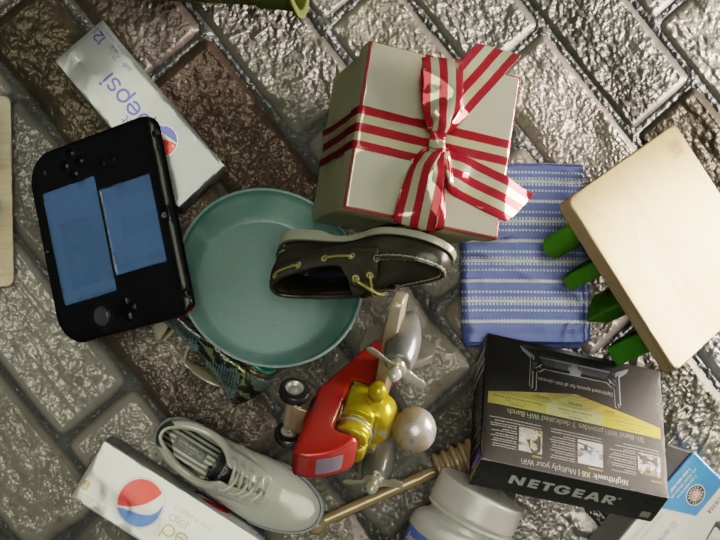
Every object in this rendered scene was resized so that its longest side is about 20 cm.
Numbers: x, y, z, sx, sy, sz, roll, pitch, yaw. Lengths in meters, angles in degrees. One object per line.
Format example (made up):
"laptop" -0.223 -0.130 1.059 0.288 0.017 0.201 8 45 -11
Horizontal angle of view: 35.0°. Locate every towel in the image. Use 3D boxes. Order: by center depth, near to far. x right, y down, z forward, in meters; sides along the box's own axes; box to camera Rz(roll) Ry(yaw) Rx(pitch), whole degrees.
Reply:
"towel" 0.179 -0.016 1.255 0.142 0.024 0.204 0 85 -3

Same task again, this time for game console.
"game console" -0.256 -0.038 1.167 0.175 0.031 0.204 -14 87 33

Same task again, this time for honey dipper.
"honey dipper" 0.033 0.234 1.221 0.197 0.038 0.039 -22 89 -3

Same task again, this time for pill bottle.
"pill bottle" 0.083 0.314 1.170 0.112 0.114 0.203 24 93 -3

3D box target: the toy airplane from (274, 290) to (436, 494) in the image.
"toy airplane" 0.022 0.128 1.143 0.140 0.200 0.201 30 88 24

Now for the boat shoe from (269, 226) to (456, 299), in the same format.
"boat shoe" 0.000 0.000 1.122 0.198 0.072 0.061 0 56 32

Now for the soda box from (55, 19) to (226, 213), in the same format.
"soda box" -0.230 -0.159 1.205 0.068 0.063 0.201 -41 91 -6

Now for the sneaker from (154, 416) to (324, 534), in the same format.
"sneaker" -0.130 0.217 1.185 0.197 0.071 0.074 25 86 1

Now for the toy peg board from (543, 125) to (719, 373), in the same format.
"toy peg board" 0.305 -0.015 1.222 0.198 0.098 0.202 -32 89 -34

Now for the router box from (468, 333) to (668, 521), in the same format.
"router box" 0.215 0.161 1.189 0.196 0.053 0.159 13 49 -3

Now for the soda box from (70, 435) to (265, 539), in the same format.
"soda box" -0.197 0.254 1.187 0.198 0.064 0.069 33 85 -2

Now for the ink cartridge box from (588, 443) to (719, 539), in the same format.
"ink cartridge box" 0.366 0.309 1.218 0.200 0.086 0.147 43 85 0

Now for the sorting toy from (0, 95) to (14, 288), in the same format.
"sorting toy" -0.456 -0.083 1.162 0.196 0.069 0.203 -1 87 -17

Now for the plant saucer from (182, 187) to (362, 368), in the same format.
"plant saucer" -0.096 0.011 1.194 0.196 0.036 0.204 7 65 -14

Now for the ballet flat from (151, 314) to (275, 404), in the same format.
"ballet flat" -0.179 0.064 1.201 0.200 0.074 0.074 44 85 3

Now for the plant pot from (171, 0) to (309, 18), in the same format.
"plant pot" -0.160 -0.352 1.175 0.186 0.200 0.204 -5 87 9

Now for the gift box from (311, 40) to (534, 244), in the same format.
"gift box" 0.068 -0.126 1.156 0.196 0.187 0.189 5 87 -13
